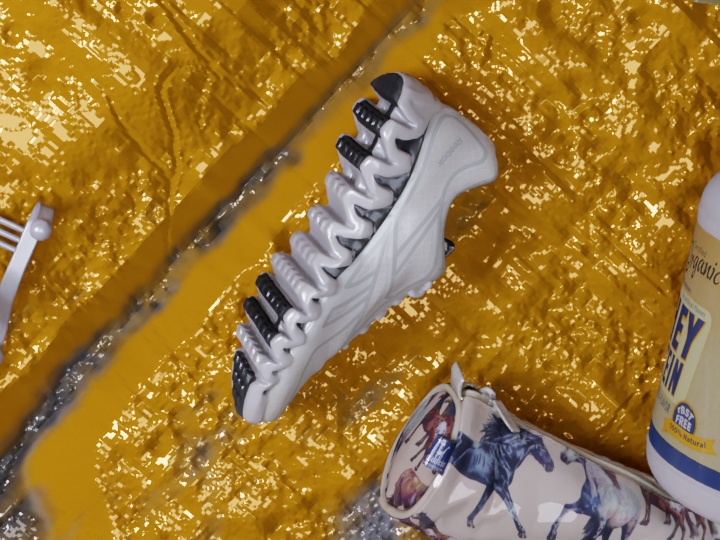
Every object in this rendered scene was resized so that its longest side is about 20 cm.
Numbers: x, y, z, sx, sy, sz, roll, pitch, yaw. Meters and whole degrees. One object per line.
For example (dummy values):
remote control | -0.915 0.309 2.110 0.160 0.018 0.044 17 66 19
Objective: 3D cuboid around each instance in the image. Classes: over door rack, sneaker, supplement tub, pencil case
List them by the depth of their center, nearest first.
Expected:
over door rack | -0.260 0.032 1.050 0.147 0.067 0.201 24 103 -13
supplement tub | 0.234 0.026 1.063 0.143 0.145 0.202 8 106 -9
sneaker | 0.000 0.000 1.070 0.081 0.075 0.201 26 104 -23
pencil case | 0.115 0.129 1.118 0.199 0.078 0.090 24 118 -13

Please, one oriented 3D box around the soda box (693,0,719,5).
soda box | 0.203 -0.233 1.016 0.063 0.068 0.202 6 107 -8
